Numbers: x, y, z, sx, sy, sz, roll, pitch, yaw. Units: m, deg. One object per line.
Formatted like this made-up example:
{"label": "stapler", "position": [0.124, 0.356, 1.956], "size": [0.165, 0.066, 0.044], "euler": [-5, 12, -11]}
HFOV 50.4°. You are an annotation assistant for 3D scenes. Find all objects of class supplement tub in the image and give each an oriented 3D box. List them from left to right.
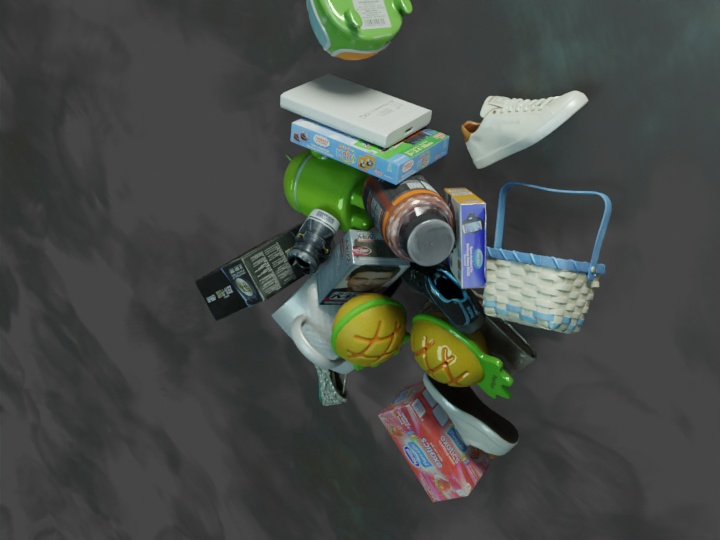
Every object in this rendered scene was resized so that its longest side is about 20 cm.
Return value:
{"label": "supplement tub", "position": [0.073, -0.081, 1.129], "size": [0.200, 0.105, 0.108], "euler": [-117, 19, -59]}

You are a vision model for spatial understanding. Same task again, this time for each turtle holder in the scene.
{"label": "turtle holder", "position": [-0.025, -0.393, 1.110], "size": [0.186, 0.141, 0.132], "euler": [46, 153, -5]}

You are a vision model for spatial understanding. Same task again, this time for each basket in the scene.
{"label": "basket", "position": [0.260, -0.021, 1.101], "size": [0.175, 0.138, 0.203], "euler": [16, 102, 45]}

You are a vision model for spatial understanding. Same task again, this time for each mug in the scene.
{"label": "mug", "position": [-0.062, 0.107, 1.398], "size": [0.147, 0.200, 0.176], "euler": [-41, 94, 26]}

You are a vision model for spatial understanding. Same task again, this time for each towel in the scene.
{"label": "towel", "position": [0.192, 0.109, 1.303], "size": [0.200, 0.034, 0.133], "euler": [45, 136, 8]}

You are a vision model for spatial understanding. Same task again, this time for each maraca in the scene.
{"label": "maraca", "position": [0.021, 0.109, 1.290], "size": [0.108, 0.136, 0.201], "euler": [63, -179, 33]}
{"label": "maraca", "position": [0.162, 0.138, 1.240], "size": [0.199, 0.107, 0.138], "euler": [33, 156, 25]}

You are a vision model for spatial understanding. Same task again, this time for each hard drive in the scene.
{"label": "hard drive", "position": [-0.007, -0.250, 1.183], "size": [0.198, 0.132, 0.027], "euler": [26, 130, 25]}

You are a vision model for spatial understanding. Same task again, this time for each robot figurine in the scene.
{"label": "robot figurine", "position": [-0.047, -0.137, 1.296], "size": [0.198, 0.116, 0.177], "euler": [22, 135, 29]}

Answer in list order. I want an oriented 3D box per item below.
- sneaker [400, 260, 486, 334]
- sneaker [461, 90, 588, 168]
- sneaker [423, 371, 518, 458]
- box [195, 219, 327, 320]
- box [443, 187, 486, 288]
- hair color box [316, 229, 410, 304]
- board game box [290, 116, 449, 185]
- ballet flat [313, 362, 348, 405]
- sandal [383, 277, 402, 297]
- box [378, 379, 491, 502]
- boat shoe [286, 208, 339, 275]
{"label": "sneaker", "position": [0.121, 0.011, 1.205], "size": [0.200, 0.073, 0.082], "euler": [42, 169, 40]}
{"label": "sneaker", "position": [0.216, -0.213, 1.060], "size": [0.199, 0.073, 0.085], "euler": [-23, 102, 46]}
{"label": "sneaker", "position": [0.180, 0.261, 1.363], "size": [0.200, 0.073, 0.085], "euler": [42, 132, 10]}
{"label": "box", "position": [-0.179, -0.003, 1.426], "size": [0.163, 0.199, 0.087], "euler": [-22, 99, 44]}
{"label": "box", "position": [0.153, -0.050, 1.121], "size": [0.041, 0.200, 0.121], "euler": [-3, 103, 1]}
{"label": "hair color box", "position": [0.000, 0.000, 1.275], "size": [0.200, 0.098, 0.061], "euler": [131, 137, -62]}
{"label": "board game box", "position": [0.015, -0.203, 1.179], "size": [0.198, 0.151, 0.037], "euler": [25, 127, 26]}
{"label": "ballet flat", "position": [-0.058, 0.189, 1.545], "size": [0.071, 0.072, 0.202], "euler": [16, 129, 32]}
{"label": "sandal", "position": [0.059, -0.009, 1.334], "size": [0.075, 0.045, 0.201], "euler": [43, 135, 13]}
{"label": "box", "position": [0.139, 0.313, 1.422], "size": [0.094, 0.102, 0.201], "euler": [-28, 97, 46]}
{"label": "boat shoe", "position": [-0.089, -0.034, 1.300], "size": [0.070, 0.092, 0.200], "euler": [30, 165, 1]}
